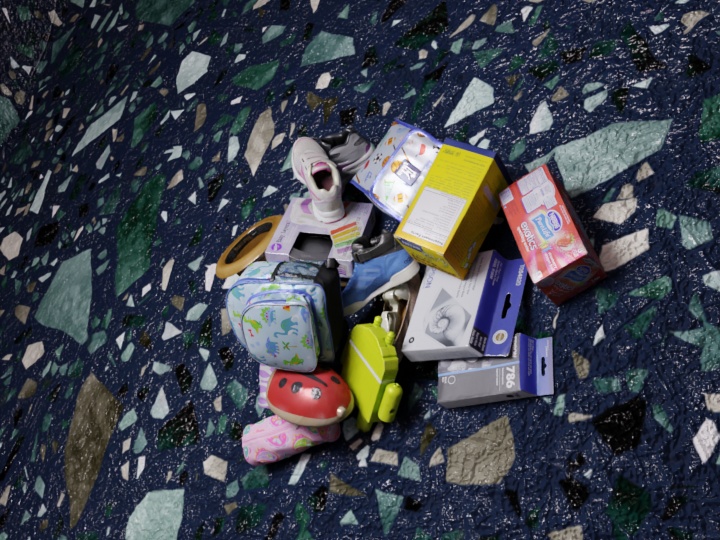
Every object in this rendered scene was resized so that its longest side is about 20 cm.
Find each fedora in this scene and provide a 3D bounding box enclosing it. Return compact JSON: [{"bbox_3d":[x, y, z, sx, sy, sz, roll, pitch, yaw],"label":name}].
[{"bbox_3d":[-0.216,-0.032,1.649,0.199,0.082,0.202,-31,23,14],"label":"fedora"}]

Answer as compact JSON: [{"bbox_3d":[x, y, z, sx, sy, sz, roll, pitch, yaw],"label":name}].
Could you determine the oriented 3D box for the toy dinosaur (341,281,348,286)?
[{"bbox_3d":[-0.096,0.012,1.579,0.199,0.058,0.103,33,132,27],"label":"toy dinosaur"}]

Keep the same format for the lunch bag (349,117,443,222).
[{"bbox_3d":[0.090,-0.187,1.509,0.171,0.123,0.200,-53,33,5],"label":"lunch bag"}]

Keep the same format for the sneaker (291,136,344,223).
[{"bbox_3d":[-0.082,-0.199,1.561,0.080,0.089,0.202,-19,62,-16],"label":"sneaker"}]

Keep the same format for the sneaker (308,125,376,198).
[{"bbox_3d":[-0.072,-0.232,1.674,0.200,0.140,0.078,-43,38,9],"label":"sneaker"}]

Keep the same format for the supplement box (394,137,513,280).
[{"bbox_3d":[0.164,-0.107,1.345,0.108,0.109,0.202,23,79,35],"label":"supplement box"}]

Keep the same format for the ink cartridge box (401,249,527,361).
[{"bbox_3d":[0.180,0.058,1.335,0.197,0.041,0.202,-9,49,39],"label":"ink cartridge box"}]

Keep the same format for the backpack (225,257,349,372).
[{"bbox_3d":[-0.139,0.077,1.380,0.196,0.186,0.148,4,32,19],"label":"backpack"}]

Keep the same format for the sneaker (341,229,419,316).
[{"bbox_3d":[0.000,-0.001,1.428,0.198,0.112,0.077,-30,14,22],"label":"sneaker"}]

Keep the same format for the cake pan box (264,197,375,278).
[{"bbox_3d":[-0.078,-0.066,1.551,0.180,0.053,0.202,5,41,15],"label":"cake pan box"}]

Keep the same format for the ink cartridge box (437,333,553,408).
[{"bbox_3d":[0.218,0.163,1.275,0.197,0.039,0.101,-15,56,33],"label":"ink cartridge box"}]

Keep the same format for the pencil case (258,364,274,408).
[{"bbox_3d":[-0.154,0.172,1.516,0.082,0.086,0.204,7,85,-3],"label":"pencil case"}]

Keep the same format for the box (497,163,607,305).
[{"bbox_3d":[0.314,-0.060,1.280,0.099,0.095,0.203,-32,49,22],"label":"box"}]

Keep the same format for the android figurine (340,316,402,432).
[{"bbox_3d":[0.016,0.179,1.374,0.182,0.040,0.203,47,130,48],"label":"android figurine"}]

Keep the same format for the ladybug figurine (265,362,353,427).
[{"bbox_3d":[-0.093,0.212,1.386,0.198,0.073,0.135,16,35,43],"label":"ladybug figurine"}]

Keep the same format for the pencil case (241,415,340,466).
[{"bbox_3d":[-0.133,0.305,1.461,0.198,0.087,0.089,-24,52,29],"label":"pencil case"}]

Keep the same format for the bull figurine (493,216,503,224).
[{"bbox_3d":[0.190,-0.112,1.439,0.199,0.065,0.122,-42,47,14],"label":"bull figurine"}]

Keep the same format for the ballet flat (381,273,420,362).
[{"bbox_3d":[0.066,0.076,1.435,0.067,0.067,0.204,-6,62,36],"label":"ballet flat"}]
